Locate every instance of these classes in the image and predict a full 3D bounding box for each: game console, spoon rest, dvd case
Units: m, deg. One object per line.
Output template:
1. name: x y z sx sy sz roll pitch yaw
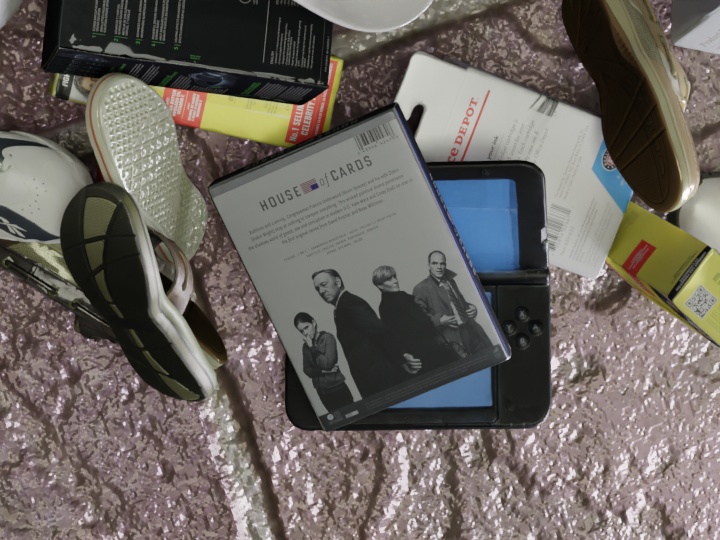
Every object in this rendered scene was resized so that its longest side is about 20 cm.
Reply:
1. game console: 0.036 0.022 1.518 0.198 0.116 0.178 -1 79 7
2. spoon rest: -0.036 -0.202 1.360 0.198 0.061 0.100 -4 105 -15
3. dvd case: 0.000 0.000 1.493 0.149 0.025 0.201 -22 104 13

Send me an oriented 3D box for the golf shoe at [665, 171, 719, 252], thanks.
1. golf shoe: 0.326 -0.007 1.623 0.199 0.088 0.077 34 96 -16

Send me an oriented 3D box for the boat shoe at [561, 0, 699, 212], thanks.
1. boat shoe: 0.209 -0.133 1.530 0.064 0.201 0.072 -3 147 -28

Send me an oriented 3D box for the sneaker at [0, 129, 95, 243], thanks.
1. sneaker: -0.281 -0.071 1.418 0.198 0.130 0.080 31 102 9

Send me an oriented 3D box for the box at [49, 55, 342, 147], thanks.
1. box: -0.118 -0.139 1.505 0.198 0.050 0.076 13 97 -15

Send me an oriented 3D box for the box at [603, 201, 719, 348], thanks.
1. box: 0.231 0.002 1.544 0.075 0.200 0.050 40 93 -19

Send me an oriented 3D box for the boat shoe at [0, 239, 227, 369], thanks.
1. boat shoe: -0.186 0.018 1.531 0.200 0.073 0.065 39 103 -14

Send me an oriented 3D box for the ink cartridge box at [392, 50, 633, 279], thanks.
1. ink cartridge box: 0.101 -0.084 1.565 0.198 0.067 0.117 20 99 -17

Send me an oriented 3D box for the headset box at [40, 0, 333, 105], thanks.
1. headset box: -0.119 -0.213 1.422 0.198 0.093 0.176 6 84 -15

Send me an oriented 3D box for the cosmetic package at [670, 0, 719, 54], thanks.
1. cosmetic package: 0.346 -0.244 1.503 0.198 0.167 0.168 9 76 -14

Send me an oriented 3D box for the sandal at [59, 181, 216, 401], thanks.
1. sandal: -0.148 0.010 1.456 0.057 0.079 0.202 -54 143 -29

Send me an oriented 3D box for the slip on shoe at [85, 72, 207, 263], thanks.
1. slip on shoe: -0.159 -0.070 1.464 0.061 0.200 0.075 18 68 19

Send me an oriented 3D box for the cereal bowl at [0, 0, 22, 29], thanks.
1. cereal bowl: -0.301 -0.184 1.396 0.199 0.200 0.084 -26 129 -5
